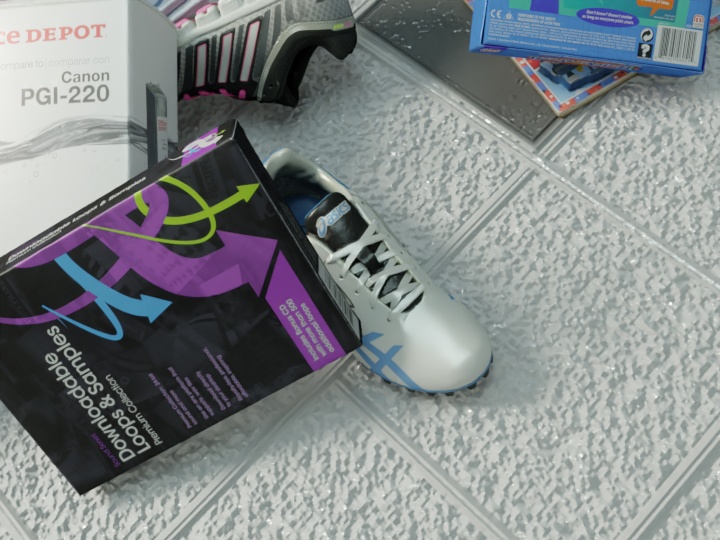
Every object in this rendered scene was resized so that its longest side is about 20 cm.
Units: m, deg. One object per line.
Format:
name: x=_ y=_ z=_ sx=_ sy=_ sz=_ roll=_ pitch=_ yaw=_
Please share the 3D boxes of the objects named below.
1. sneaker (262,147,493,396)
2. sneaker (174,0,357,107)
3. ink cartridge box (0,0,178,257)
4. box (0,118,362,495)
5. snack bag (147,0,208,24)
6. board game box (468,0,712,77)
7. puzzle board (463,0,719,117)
sneaker: x=0.000 y=0.000 z=0.630 sx=0.072 sy=0.073 sz=0.200 roll=-41 pitch=62 yaw=-14
sneaker: x=-0.085 y=-0.144 z=0.726 sx=0.198 sy=0.074 sz=0.088 roll=-28 pitch=99 yaw=16
ink cartridge box: x=-0.194 y=-0.065 z=0.659 sx=0.143 sy=0.085 sz=0.204 roll=-2 pitch=85 yaw=11
box: x=-0.117 y=0.027 z=0.583 sx=0.198 sy=0.144 sz=0.036 roll=-28 pitch=24 yaw=11
snack bag: x=-0.229 y=-0.194 z=0.774 sx=0.199 sy=0.021 sz=0.189 roll=-40 pitch=57 yaw=-6
board game box: x=0.156 y=-0.235 z=0.661 sx=0.149 sy=0.045 sz=0.204 roll=6 pitch=96 yaw=-5
puzzle board: x=0.185 y=-0.210 z=0.740 sx=0.198 sy=0.017 sz=0.152 roll=-29 pitch=59 yaw=-5
